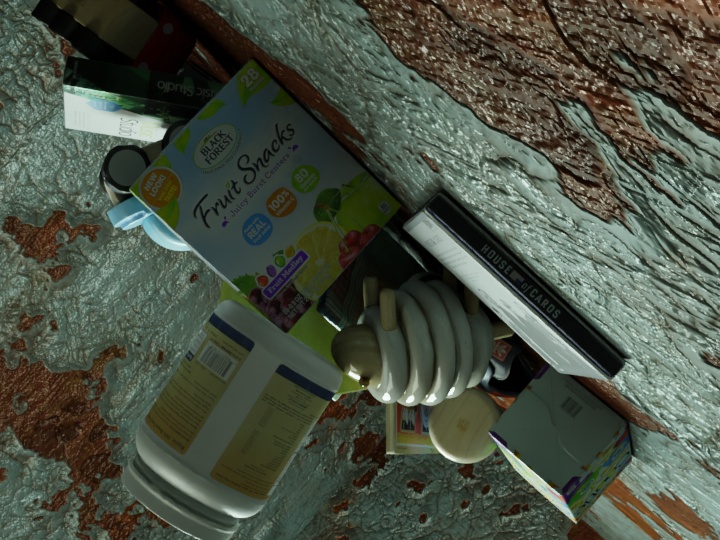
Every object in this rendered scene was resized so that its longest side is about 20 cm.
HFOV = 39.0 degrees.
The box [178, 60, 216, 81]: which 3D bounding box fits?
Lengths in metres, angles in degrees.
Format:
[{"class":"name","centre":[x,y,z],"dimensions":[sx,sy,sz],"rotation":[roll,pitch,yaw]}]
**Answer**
[{"class":"box","centre":[-0.173,-0.150,1.299],"dimensions":[0.148,0.104,0.200],"rotation":[39,175,37]}]

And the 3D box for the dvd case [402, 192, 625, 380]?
[{"class":"dvd case","centre":[0.123,0.016,0.863],"dimensions":[0.200,0.025,0.150],"rotation":[43,175,-1]}]

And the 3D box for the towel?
[{"class":"towel","centre":[0.033,0.035,1.104],"dimensions":[0.022,0.147,0.200],"rotation":[-14,138,36]}]

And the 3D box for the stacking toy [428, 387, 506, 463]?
[{"class":"stacking toy","centre":[0.144,0.188,1.218],"dimensions":[0.085,0.085,0.200],"rotation":[40,-177,21]}]

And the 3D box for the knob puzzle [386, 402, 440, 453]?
[{"class":"knob puzzle","centre":[0.073,0.114,1.193],"dimensions":[0.030,0.220,0.220],"rotation":[-4,154,21]}]

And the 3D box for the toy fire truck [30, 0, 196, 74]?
[{"class":"toy fire truck","centre":[-0.241,-0.235,1.112],"dimensions":[0.200,0.129,0.176],"rotation":[30,-175,-47]}]

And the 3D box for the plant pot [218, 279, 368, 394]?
[{"class":"plant pot","centre":[-0.094,0.053,1.208],"dimensions":[0.187,0.187,0.201],"rotation":[102,160,-84]}]

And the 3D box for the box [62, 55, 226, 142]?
[{"class":"box","centre":[-0.206,-0.167,1.058],"dimensions":[0.199,0.036,0.144],"rotation":[7,170,-14]}]

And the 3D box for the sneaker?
[{"class":"sneaker","centre":[0.126,0.073,1.106],"dimensions":[0.200,0.075,0.084],"rotation":[41,167,-32]}]

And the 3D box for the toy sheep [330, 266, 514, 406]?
[{"class":"toy sheep","centre":[0.066,0.068,1.011],"dimensions":[0.138,0.199,0.138],"rotation":[173,90,-74]}]

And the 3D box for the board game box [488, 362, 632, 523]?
[{"class":"board game box","centre":[0.226,0.196,1.125],"dimensions":[0.105,0.103,0.200],"rotation":[40,174,26]}]

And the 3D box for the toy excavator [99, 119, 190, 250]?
[{"class":"toy excavator","centre":[-0.149,-0.055,1.044],"dimensions":[0.200,0.194,0.100],"rotation":[66,163,-5]}]

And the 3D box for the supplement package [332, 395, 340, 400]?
[{"class":"supplement package","centre":[-0.043,0.044,1.430],"dimensions":[0.200,0.191,0.147],"rotation":[43,177,3]}]

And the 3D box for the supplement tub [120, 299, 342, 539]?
[{"class":"supplement tub","centre":[-0.126,0.146,0.981],"dimensions":[0.144,0.200,0.144],"rotation":[33,177,2]}]

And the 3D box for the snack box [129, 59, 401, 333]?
[{"class":"snack box","centre":[-0.091,-0.069,0.968],"dimensions":[0.200,0.169,0.068],"rotation":[43,174,-11]}]
